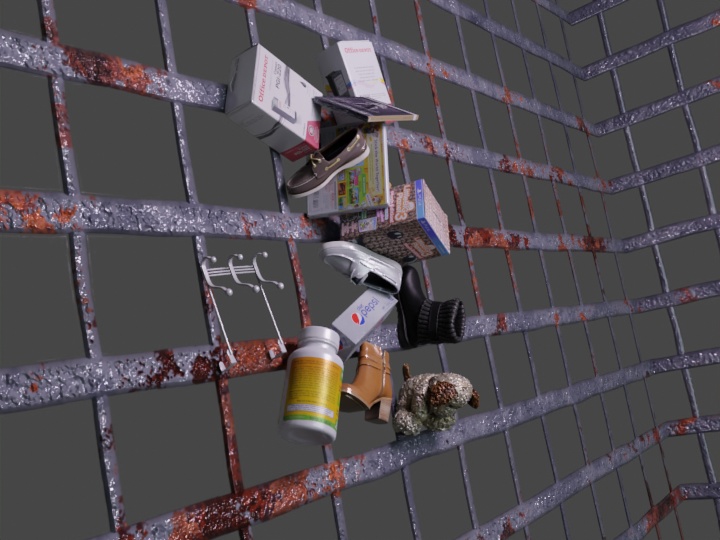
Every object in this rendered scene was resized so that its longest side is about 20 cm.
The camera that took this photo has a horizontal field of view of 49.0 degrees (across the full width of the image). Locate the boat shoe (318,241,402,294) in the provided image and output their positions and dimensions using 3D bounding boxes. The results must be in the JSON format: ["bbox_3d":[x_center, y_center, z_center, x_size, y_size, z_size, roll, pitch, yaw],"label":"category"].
[{"bbox_3d":[0.000,0.000,1.679,0.197,0.072,0.070,23,47,-26],"label":"boat shoe"}]

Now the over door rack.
[{"bbox_3d":[-0.201,0.067,1.426,0.146,0.066,0.205,-5,81,-53],"label":"over door rack"}]

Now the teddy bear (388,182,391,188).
[{"bbox_3d":[0.012,-0.197,1.816,0.198,0.066,0.148,-10,83,-55],"label":"teddy bear"}]

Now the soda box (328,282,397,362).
[{"bbox_3d":[0.000,0.106,1.664,0.068,0.064,0.200,38,38,7],"label":"soda box"}]

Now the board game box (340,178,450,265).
[{"bbox_3d":[0.075,-0.091,1.704,0.160,0.196,0.099,46,36,-52],"label":"board game box"}]

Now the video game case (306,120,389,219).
[{"bbox_3d":[-0.029,-0.218,1.679,0.023,0.178,0.204,49,37,-65],"label":"video game case"}]

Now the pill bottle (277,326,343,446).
[{"bbox_3d":[-0.089,0.214,1.480,0.111,0.110,0.204,34,51,-41],"label":"pill bottle"}]

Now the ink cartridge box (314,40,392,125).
[{"bbox_3d":[-0.009,-0.428,1.863,0.147,0.085,0.204,-22,93,-54],"label":"ink cartridge box"}]

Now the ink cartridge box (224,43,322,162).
[{"bbox_3d":[-0.173,-0.339,1.609,0.198,0.084,0.149,28,55,-43],"label":"ink cartridge box"}]

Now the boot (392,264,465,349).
[{"bbox_3d":[0.163,0.074,1.834,0.079,0.156,0.216,9,69,-50],"label":"boot"}]

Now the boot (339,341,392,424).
[{"bbox_3d":[0.004,0.220,1.640,0.200,0.072,0.158,41,46,-53],"label":"boot"}]

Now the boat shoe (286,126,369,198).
[{"bbox_3d":[-0.074,-0.223,1.628,0.072,0.198,0.060,51,-9,46],"label":"boat shoe"}]

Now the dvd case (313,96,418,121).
[{"bbox_3d":[0.014,-0.345,1.685,0.199,0.147,0.016,-17,126,-53],"label":"dvd case"}]

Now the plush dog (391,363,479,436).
[{"bbox_3d":[0.173,0.276,1.756,0.198,0.170,0.164,8,70,-51],"label":"plush dog"}]
